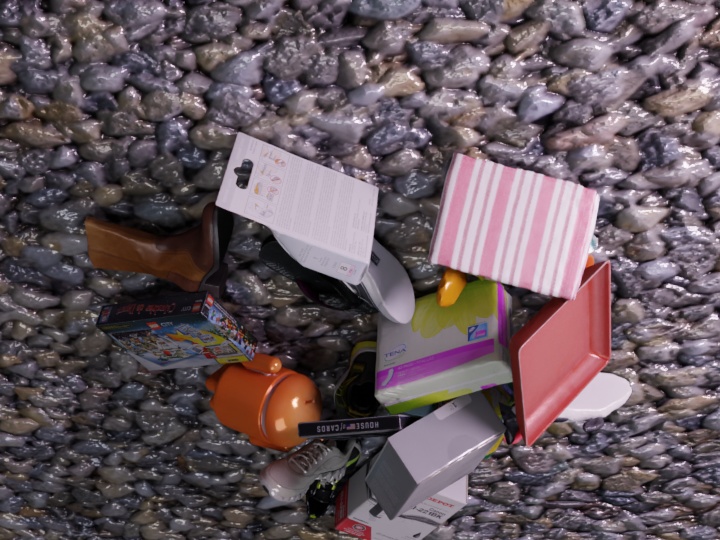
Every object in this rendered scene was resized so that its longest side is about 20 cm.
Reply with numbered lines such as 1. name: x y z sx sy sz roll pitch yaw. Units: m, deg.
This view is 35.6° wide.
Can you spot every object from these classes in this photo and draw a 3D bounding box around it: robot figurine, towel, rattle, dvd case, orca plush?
1. robot figurine: -0.140 0.200 1.697 0.200 0.144 0.117 15 178 34
2. towel: 0.193 -0.054 1.415 0.199 0.147 0.030 15 175 -3
3. rattle: 0.211 0.001 1.458 0.200 0.143 0.130 22 119 -4
4. dvd case: 0.013 0.228 1.624 0.150 0.025 0.200 -7 168 17
5. orca plush: 0.286 0.201 1.590 0.200 0.105 0.071 -26 156 -21

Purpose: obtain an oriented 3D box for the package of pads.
1. package of pads: 0.115 0.101 1.556 0.200 0.155 0.068 -19 136 25

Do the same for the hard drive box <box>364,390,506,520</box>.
1. hard drive box: 0.104 0.264 1.598 0.156 0.077 0.200 -27 161 -22

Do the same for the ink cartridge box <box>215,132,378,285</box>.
1. ink cartridge box: -0.079 -0.079 1.407 0.200 0.163 0.057 18 130 -8

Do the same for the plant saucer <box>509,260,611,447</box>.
1. plant saucer: 0.264 0.106 1.498 0.037 0.200 0.200 28 146 35

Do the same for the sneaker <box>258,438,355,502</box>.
1. sneaker: -0.080 0.295 1.727 0.075 0.200 0.081 44 120 19

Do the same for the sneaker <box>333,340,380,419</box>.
1. sneaker: -0.004 0.193 1.715 0.074 0.085 0.200 11 135 0

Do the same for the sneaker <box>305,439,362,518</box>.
1. sneaker: -0.047 0.350 1.877 0.072 0.083 0.200 14 135 -6

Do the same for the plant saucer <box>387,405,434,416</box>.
1. plant saucer: 0.095 0.167 1.720 0.070 0.019 0.200 12 136 -3

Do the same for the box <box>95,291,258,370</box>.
1. box: -0.271 0.092 1.657 0.200 0.038 0.137 -8 142 29

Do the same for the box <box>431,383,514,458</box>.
1. box: 0.174 0.193 1.668 0.048 0.117 0.200 -23 147 -32

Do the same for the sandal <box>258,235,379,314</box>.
1. sandal: -0.055 0.020 1.579 0.200 0.048 0.075 27 132 -16

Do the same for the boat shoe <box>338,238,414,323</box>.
1. boat shoe: 0.000 0.000 1.535 0.068 0.072 0.200 -9 134 43

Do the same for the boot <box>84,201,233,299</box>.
1. boot: -0.280 -0.049 1.550 0.200 0.069 0.188 16 148 1

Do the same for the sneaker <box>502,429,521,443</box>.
1. sneaker: 0.276 0.195 1.666 0.078 0.090 0.200 29 130 -16

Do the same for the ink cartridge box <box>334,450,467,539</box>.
1. ink cartridge box: 0.068 0.379 1.881 0.144 0.084 0.200 24 132 -20
